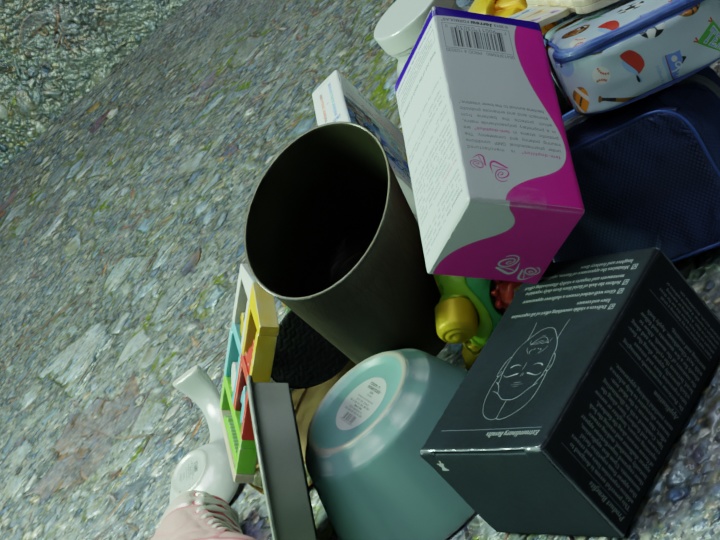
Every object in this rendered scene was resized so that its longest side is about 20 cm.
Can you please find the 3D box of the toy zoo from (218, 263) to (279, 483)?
[{"bbox_3d":[-0.107,0.084,1.636,0.131,0.020,0.201,-113,30,-61],"label":"toy zoo"}]

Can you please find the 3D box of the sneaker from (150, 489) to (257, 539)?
[{"bbox_3d":[-0.140,0.251,1.618,0.200,0.075,0.105,-23,36,50],"label":"sneaker"}]

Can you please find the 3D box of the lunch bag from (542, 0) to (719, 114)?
[{"bbox_3d":[0.235,-0.198,1.435,0.159,0.076,0.200,-27,13,8],"label":"lunch bag"}]

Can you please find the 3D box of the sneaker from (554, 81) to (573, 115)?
[{"bbox_3d":[0.145,-0.094,1.585,0.114,0.201,0.076,-24,47,-39],"label":"sneaker"}]

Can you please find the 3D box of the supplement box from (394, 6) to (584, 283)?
[{"bbox_3d":[0.101,-0.101,1.380,0.104,0.100,0.201,118,152,-48],"label":"supplement box"}]

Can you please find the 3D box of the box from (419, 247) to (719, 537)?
[{"bbox_3d":[0.167,0.095,1.324,0.148,0.107,0.201,-9,41,55],"label":"box"}]

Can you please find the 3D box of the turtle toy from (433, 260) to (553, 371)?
[{"bbox_3d":[0.115,-0.003,1.504,0.100,0.200,0.147,-14,58,17],"label":"turtle toy"}]

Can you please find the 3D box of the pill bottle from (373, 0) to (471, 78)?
[{"bbox_3d":[0.111,-0.207,1.820,0.116,0.200,0.117,-36,23,18],"label":"pill bottle"}]

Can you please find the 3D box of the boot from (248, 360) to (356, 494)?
[{"bbox_3d":[-0.017,0.117,1.664,0.175,0.066,0.201,-37,20,49],"label":"boot"}]

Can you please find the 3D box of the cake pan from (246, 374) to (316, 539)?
[{"bbox_3d":[-0.064,0.187,1.482,0.036,0.202,0.201,-10,25,-2],"label":"cake pan"}]

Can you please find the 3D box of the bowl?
[{"bbox_3d":[0.028,0.147,1.477,0.200,0.105,0.201,-36,25,20],"label":"bowl"}]

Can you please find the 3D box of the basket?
[{"bbox_3d":[0.000,0.000,1.520,0.135,0.200,0.181,-5,56,24],"label":"basket"}]

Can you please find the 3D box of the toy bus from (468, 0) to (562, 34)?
[{"bbox_3d":[0.223,-0.205,1.632,0.191,0.201,0.136,-15,25,41],"label":"toy bus"}]

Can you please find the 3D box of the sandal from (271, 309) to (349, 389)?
[{"bbox_3d":[-0.025,0.036,1.650,0.201,0.075,0.048,-58,2,-25],"label":"sandal"}]

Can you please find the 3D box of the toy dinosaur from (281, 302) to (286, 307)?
[{"bbox_3d":[-0.054,0.005,1.836,0.200,0.060,0.107,-47,-20,-47],"label":"toy dinosaur"}]

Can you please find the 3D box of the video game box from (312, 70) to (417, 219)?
[{"bbox_3d":[0.037,-0.100,1.765,0.047,0.200,0.182,-43,22,12],"label":"video game box"}]

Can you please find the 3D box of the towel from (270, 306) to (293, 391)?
[{"bbox_3d":[-0.047,0.053,1.768,0.201,0.031,0.150,-55,-15,-26],"label":"towel"}]

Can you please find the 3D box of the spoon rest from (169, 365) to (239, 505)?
[{"bbox_3d":[-0.163,0.192,1.806,0.099,0.061,0.201,-36,37,23],"label":"spoon rest"}]

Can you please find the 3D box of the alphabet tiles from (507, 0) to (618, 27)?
[{"bbox_3d":[0.211,-0.251,1.493,0.194,0.015,0.200,-23,12,-5],"label":"alphabet tiles"}]

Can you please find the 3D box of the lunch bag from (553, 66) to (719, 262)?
[{"bbox_3d":[0.236,-0.081,1.463,0.199,0.136,0.132,-22,17,33],"label":"lunch bag"}]
